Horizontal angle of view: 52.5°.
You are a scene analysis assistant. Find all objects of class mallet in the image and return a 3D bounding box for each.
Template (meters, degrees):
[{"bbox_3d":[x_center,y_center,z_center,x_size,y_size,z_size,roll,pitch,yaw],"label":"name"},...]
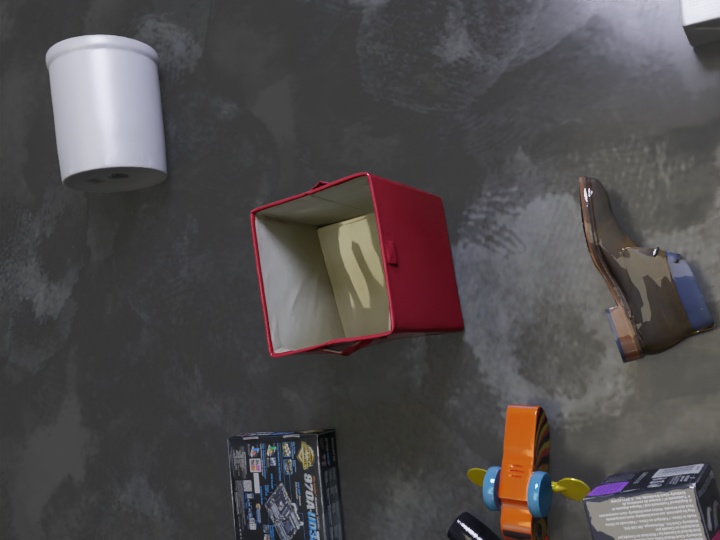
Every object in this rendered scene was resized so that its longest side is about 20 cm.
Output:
[{"bbox_3d":[0.112,0.386,0.861,0.066,0.041,0.200,25,105,34],"label":"mallet"}]

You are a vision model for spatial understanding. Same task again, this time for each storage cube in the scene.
[{"bbox_3d":[0.000,0.000,0.868,0.171,0.180,0.200,-15,78,31],"label":"storage cube"}]

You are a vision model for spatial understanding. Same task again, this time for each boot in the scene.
[{"bbox_3d":[0.292,-0.012,0.758,0.097,0.075,0.200,-16,86,18],"label":"boot"}]

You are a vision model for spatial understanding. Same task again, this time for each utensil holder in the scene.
[{"bbox_3d":[-0.390,-0.237,1.139,0.170,0.170,0.200,-12,83,31],"label":"utensil holder"}]

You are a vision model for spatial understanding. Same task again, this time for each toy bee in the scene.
[{"bbox_3d":[0.173,0.255,0.803,0.131,0.109,0.200,22,74,39],"label":"toy bee"}]

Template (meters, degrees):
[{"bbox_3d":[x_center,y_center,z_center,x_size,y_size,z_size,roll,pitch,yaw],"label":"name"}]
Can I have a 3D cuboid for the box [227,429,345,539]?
[{"bbox_3d":[-0.101,0.321,0.991,0.159,0.046,0.200,-11,81,31],"label":"box"}]

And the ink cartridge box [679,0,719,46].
[{"bbox_3d":[0.373,-0.340,0.718,0.116,0.068,0.200,-6,84,32],"label":"ink cartridge box"}]

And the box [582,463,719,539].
[{"bbox_3d":[0.300,0.298,0.693,0.106,0.122,0.200,-18,78,29],"label":"box"}]
